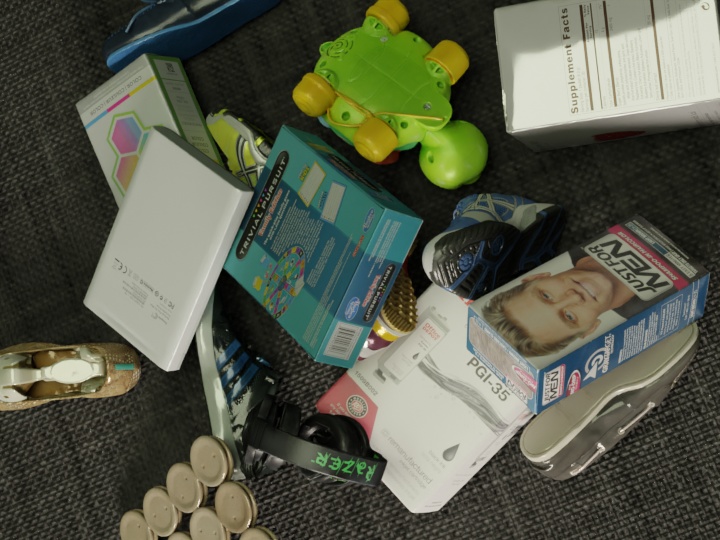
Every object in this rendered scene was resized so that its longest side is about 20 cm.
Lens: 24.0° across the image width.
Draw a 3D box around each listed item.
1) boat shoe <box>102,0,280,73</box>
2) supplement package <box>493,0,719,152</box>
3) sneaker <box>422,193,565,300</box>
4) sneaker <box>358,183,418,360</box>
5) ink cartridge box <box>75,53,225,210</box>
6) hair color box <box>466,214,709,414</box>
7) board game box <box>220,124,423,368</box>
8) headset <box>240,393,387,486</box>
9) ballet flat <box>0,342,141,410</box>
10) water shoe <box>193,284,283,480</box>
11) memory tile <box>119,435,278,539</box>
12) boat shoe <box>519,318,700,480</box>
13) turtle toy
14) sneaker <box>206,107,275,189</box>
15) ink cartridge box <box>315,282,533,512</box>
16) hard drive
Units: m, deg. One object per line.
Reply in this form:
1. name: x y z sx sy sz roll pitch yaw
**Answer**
1. boat shoe: -0.172 -0.265 1.724 0.200 0.084 0.069 -25 70 -2
2. supplement package: 0.236 -0.187 1.550 0.200 0.121 0.120 -8 83 18
3. sneaker: 0.109 -0.026 1.549 0.077 0.200 0.076 23 112 29
4. sneaker: 0.000 0.000 1.600 0.090 0.075 0.200 -32 32 26
5. ink cartridge box: -0.199 -0.106 1.705 0.104 0.059 0.200 -31 76 29
6. hair color box: 0.202 0.036 1.505 0.200 0.061 0.100 -28 50 -24
7. board game box: -0.040 -0.025 1.549 0.200 0.047 0.151 42 111 50
8. headset: -0.058 0.168 1.543 0.200 0.123 0.094 20 92 64
9. ballet flat: -0.324 0.104 1.736 0.200 0.065 0.071 -10 82 17
10. water shoe: -0.118 0.105 1.678 0.079 0.072 0.200 -10 85 -6
11. memory tile: -0.156 0.265 1.648 0.200 0.017 0.153 -45 68 38
12. boat shoe: 0.236 0.118 1.565 0.200 0.057 0.067 -39 39 7
13. turtle toy: 0.038 -0.156 1.622 0.200 0.101 0.146 39 74 15
14. sneaker: -0.093 -0.080 1.673 0.076 0.075 0.200 -45 72 9
15. ink cartridge box: 0.081 0.107 1.594 0.200 0.083 0.147 -47 72 9
16. hard drive: -0.190 -0.021 1.649 0.132 0.026 0.200 36 112 29
